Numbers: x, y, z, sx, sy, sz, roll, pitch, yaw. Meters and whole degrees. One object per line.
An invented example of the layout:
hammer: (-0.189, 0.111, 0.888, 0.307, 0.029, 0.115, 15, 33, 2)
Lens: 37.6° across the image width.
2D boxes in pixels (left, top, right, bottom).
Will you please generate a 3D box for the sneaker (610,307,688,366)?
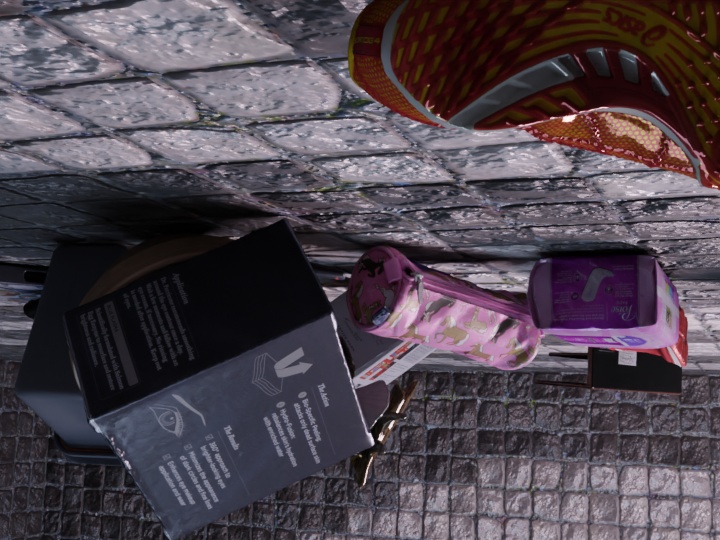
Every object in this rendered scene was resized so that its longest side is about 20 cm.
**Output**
sneaker: (0.377, 0.092, 1.416, 0.114, 0.079, 0.200, -2, 170, 20)

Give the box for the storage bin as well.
storage bin: (-0.247, 0.075, 1.038, 0.144, 0.202, 0.135, 1, 154, 16)

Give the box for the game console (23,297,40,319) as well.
game console: (-0.272, 0.042, 1.254, 0.199, 0.031, 0.176, -18, 151, 34)

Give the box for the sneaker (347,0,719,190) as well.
sneaker: (0.091, -0.078, 0.399, 0.198, 0.074, 0.077, 9, -168, -21)

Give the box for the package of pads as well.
package of pads: (0.244, 0.034, 1.043, 0.119, 0.077, 0.200, -3, 171, 22)

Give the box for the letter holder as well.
letter holder: (0.387, 0.139, 1.666, 0.198, 0.102, 0.142, 7, 172, -32)

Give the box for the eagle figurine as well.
eagle figurine: (-0.061, 0.123, 1.036, 0.199, 0.152, 0.152, 32, -161, 2)

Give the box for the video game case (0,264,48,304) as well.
video game case: (-0.388, 0.022, 1.297, 0.179, 0.026, 0.199, 7, 170, -28)

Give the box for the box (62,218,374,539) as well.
box: (-0.111, 0.094, 0.879, 0.198, 0.118, 0.198, -23, 139, -8)

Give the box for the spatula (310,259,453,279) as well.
spatula: (0.000, 0.000, 1.060, 0.198, 0.021, 0.057, 3, 166, -3)

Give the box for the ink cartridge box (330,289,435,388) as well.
ink cartridge box: (0.027, 0.067, 1.196, 0.175, 0.084, 0.200, -35, 167, 4)

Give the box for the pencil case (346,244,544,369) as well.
pencil case: (0.084, 0.039, 1.011, 0.199, 0.083, 0.086, 18, -168, -33)

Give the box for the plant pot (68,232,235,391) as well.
plant pot: (-0.167, 0.036, 0.948, 0.199, 0.093, 0.202, -17, 135, -17)
